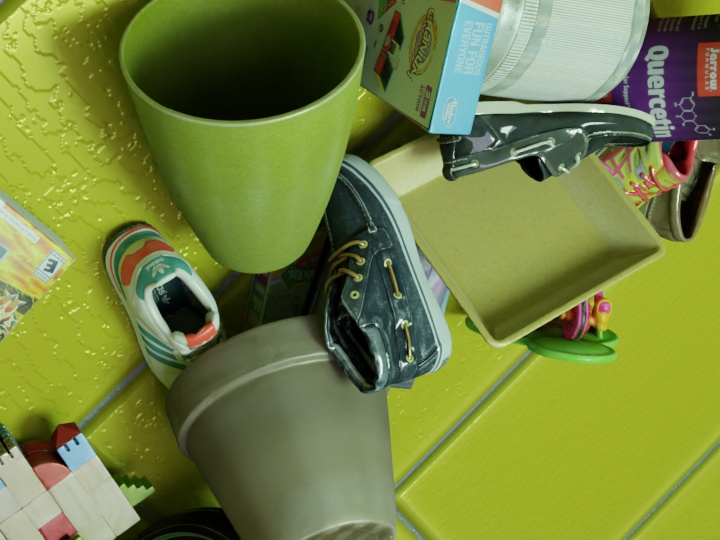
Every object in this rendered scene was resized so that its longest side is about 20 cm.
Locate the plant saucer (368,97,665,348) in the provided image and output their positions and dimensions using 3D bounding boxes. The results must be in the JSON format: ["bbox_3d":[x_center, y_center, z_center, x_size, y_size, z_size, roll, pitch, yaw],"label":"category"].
[{"bbox_3d":[0.130,-0.042,1.320,0.199,0.201,0.049,-27,160,-25],"label":"plant saucer"}]

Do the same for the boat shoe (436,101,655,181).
[{"bbox_3d":[0.161,-0.109,1.306,0.198,0.072,0.068,-3,84,-17],"label":"boat shoe"}]

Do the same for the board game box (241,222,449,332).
[{"bbox_3d":[-0.008,0.024,1.398,0.198,0.034,0.136,-1,114,-32],"label":"board game box"}]

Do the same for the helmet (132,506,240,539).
[{"bbox_3d":[-0.144,0.313,1.364,0.199,0.189,0.202,-22,116,-53],"label":"helmet"}]

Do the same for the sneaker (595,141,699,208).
[{"bbox_3d":[0.275,-0.099,1.473,0.078,0.090,0.201,11,117,-39],"label":"sneaker"}]

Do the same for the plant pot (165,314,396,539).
[{"bbox_3d":[-0.051,0.164,1.292,0.198,0.175,0.201,-15,150,-9],"label":"plant pot"}]

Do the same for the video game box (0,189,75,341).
[{"bbox_3d":[-0.349,-0.003,1.161,0.182,0.047,0.200,-47,129,0],"label":"video game box"}]

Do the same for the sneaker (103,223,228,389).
[{"bbox_3d":[-0.148,0.057,1.288,0.070,0.093,0.201,-33,127,-13],"label":"sneaker"}]

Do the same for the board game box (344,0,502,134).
[{"bbox_3d":[0.035,-0.212,1.198,0.040,0.200,0.154,0,115,-32],"label":"board game box"}]

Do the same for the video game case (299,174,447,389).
[{"bbox_3d":[0.020,0.010,1.376,0.142,0.019,0.202,8,108,-35],"label":"video game case"}]

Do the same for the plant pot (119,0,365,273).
[{"bbox_3d":[-0.087,-0.099,1.207,0.186,0.187,0.201,-23,139,-21],"label":"plant pot"}]

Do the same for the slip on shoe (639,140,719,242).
[{"bbox_3d":[0.339,-0.125,1.526,0.076,0.061,0.202,9,108,-35],"label":"slip on shoe"}]

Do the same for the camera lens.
[{"bbox_3d":[0.130,-0.226,1.276,0.199,0.160,0.161,3,113,-33],"label":"camera lens"}]

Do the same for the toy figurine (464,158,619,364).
[{"bbox_3d":[0.188,-0.025,1.421,0.149,0.200,0.186,4,100,-12],"label":"toy figurine"}]

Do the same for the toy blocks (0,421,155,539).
[{"bbox_3d":[-0.288,0.196,1.283,0.199,0.100,0.137,-35,116,-12],"label":"toy blocks"}]

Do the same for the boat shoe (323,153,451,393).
[{"bbox_3d":[0.000,0.000,1.253,0.090,0.071,0.202,-19,80,-43],"label":"boat shoe"}]

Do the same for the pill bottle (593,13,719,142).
[{"bbox_3d":[0.294,-0.174,1.376,0.112,0.198,0.114,-1,90,-67],"label":"pill bottle"}]
